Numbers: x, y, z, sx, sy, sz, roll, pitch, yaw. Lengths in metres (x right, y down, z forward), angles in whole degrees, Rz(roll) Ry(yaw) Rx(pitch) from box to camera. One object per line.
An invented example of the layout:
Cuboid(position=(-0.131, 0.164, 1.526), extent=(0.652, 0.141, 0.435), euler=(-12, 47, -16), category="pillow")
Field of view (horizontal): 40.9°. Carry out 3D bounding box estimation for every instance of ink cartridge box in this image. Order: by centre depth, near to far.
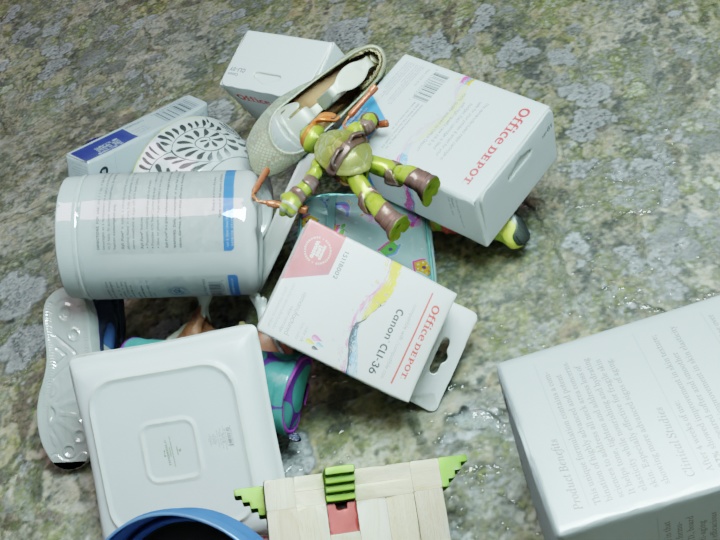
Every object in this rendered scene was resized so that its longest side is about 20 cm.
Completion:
Cuboid(position=(0.013, 0.048, 0.930), extent=(0.199, 0.067, 0.117), euler=(26, 84, -6), category="ink cartridge box")
Cuboid(position=(0.093, -0.134, 1.050), extent=(0.199, 0.085, 0.145), euler=(28, 68, 33), category="ink cartridge box")
Cuboid(position=(-0.256, -0.083, 1.155), extent=(0.040, 0.201, 0.199), euler=(24, 40, 24), category="ink cartridge box")
Cuboid(position=(-0.058, -0.206, 1.217), extent=(0.144, 0.200, 0.084), euler=(16, 76, 33), category="ink cartridge box")

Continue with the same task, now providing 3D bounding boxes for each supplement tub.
Cuboid(position=(-0.203, -0.037, 1.006), extent=(0.198, 0.133, 0.133), euler=(-1, 43, -3), category="supplement tub")

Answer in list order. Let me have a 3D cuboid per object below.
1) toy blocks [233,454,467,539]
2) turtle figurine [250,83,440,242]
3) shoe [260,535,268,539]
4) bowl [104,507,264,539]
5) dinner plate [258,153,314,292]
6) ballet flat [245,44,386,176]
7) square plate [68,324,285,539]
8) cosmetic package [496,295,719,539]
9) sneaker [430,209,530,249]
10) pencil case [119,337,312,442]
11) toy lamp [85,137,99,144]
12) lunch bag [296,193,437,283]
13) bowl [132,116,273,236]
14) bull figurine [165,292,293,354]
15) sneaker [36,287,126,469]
Cuboid(position=(0.000, 0.238, 0.805), extent=(0.198, 0.100, 0.138), euler=(-6, 69, -8), category="toy blocks")
Cuboid(position=(-0.001, -0.111, 0.967), extent=(0.161, 0.065, 0.200), euler=(34, 59, 18), category="turtle figurine")
Cuboid(position=(-0.163, 0.267, 0.870), extent=(0.199, 0.072, 0.091), euler=(-27, 51, 1), category="shoe")
Cuboid(position=(-0.133, 0.288, 0.773), extent=(0.199, 0.203, 0.039), euler=(-2, 3, 21), category="bowl")
Cuboid(position=(-0.083, -0.070, 1.117), extent=(0.024, 0.201, 0.201), euler=(25, 50, -4), category="dinner plate")
Cuboid(position=(-0.051, -0.183, 1.065), extent=(0.200, 0.068, 0.062), euler=(-44, 7, -8), category="ballet flat")
Cuboid(position=(-0.175, 0.166, 0.914), extent=(0.196, 0.202, 0.028), euler=(-11, 2, 12), category="square plate")
Cuboid(position=(0.232, 0.154, 0.757), extent=(0.198, 0.167, 0.168), euler=(-17, 41, 4), category="cosmetic package")
Cuboid(position=(0.117, -0.068, 1.115), extent=(0.090, 0.078, 0.200), euler=(-40, 40, -5), category="sneaker")
Cuboid(position=(-0.151, 0.117, 0.969), extent=(0.198, 0.092, 0.086), euler=(5, 73, 12), category="pencil case")
Cuboid(position=(-0.327, -0.143, 1.383), extent=(0.058, 0.058, 0.199), euler=(-42, 46, -22), category="toy lamp")
Cuboid(position=(0.000, 0.000, 1.051), extent=(0.159, 0.078, 0.201), euler=(3, 44, -3), category="lunch bag")
Cuboid(position=(-0.165, -0.075, 1.130), extent=(0.094, 0.202, 0.201), euler=(15, 53, 40), category="bowl")
Cuboid(position=(-0.157, 0.084, 1.056), extent=(0.198, 0.065, 0.123), euler=(6, 77, 16), category="bull figurine")
Cuboid(position=(-0.303, 0.113, 1.095), extent=(0.080, 0.146, 0.202), euler=(-3, 88, 6), category="sneaker")
